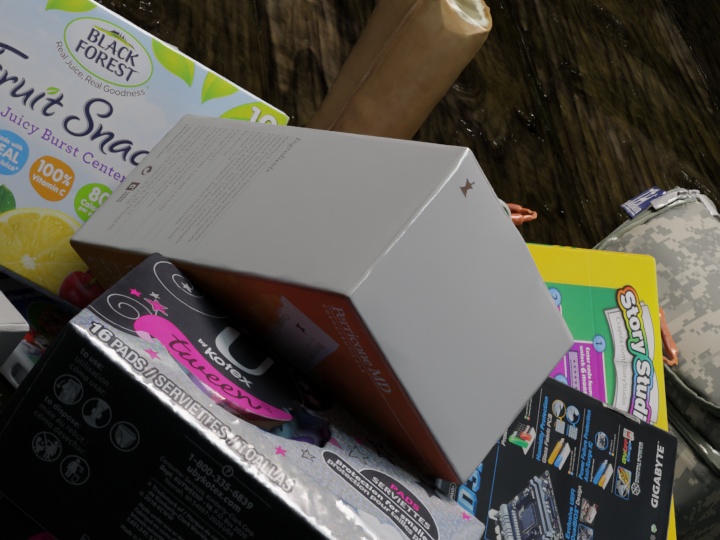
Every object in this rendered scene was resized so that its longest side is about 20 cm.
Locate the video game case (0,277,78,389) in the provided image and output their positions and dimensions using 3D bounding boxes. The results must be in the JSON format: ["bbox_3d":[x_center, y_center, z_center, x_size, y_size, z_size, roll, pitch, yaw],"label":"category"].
[{"bbox_3d":[-0.108,0.075,1.169,0.200,0.018,0.143,45,22,17],"label":"video game case"}]

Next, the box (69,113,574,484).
[{"bbox_3d":[-0.020,0.009,1.074,0.200,0.097,0.124,10,-39,46],"label":"box"}]

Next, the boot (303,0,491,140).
[{"bbox_3d":[0.018,-0.083,1.441,0.066,0.200,0.175,16,30,-42],"label":"boot"}]

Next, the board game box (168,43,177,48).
[{"bbox_3d":[-0.137,-0.094,1.443,0.126,0.035,0.200,20,28,-42],"label":"board game box"}]

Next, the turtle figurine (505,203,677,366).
[{"bbox_3d":[0.091,0.008,1.408,0.161,0.064,0.200,12,25,-51],"label":"turtle figurine"}]

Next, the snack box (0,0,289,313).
[{"bbox_3d":[-0.156,-0.066,1.152,0.200,0.142,0.053,29,-7,-21],"label":"snack box"}]

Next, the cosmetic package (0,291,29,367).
[{"bbox_3d":[-0.249,0.021,0.959,0.107,0.090,0.200,47,20,22],"label":"cosmetic package"}]

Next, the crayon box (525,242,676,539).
[{"bbox_3d":[0.088,0.087,1.218,0.172,0.058,0.200,6,77,-38],"label":"crayon box"}]

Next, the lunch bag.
[{"bbox_3d":[0.214,0.061,1.485,0.200,0.168,0.139,52,10,33],"label":"lunch bag"}]

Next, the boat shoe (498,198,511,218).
[{"bbox_3d":[0.000,0.000,1.245,0.067,0.200,0.074,8,-52,49],"label":"boat shoe"}]

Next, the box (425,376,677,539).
[{"bbox_3d":[0.079,0.152,1.124,0.159,0.046,0.200,25,63,-32],"label":"box"}]

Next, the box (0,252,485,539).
[{"bbox_3d":[-0.065,0.111,1.003,0.200,0.132,0.115,39,22,0],"label":"box"}]
